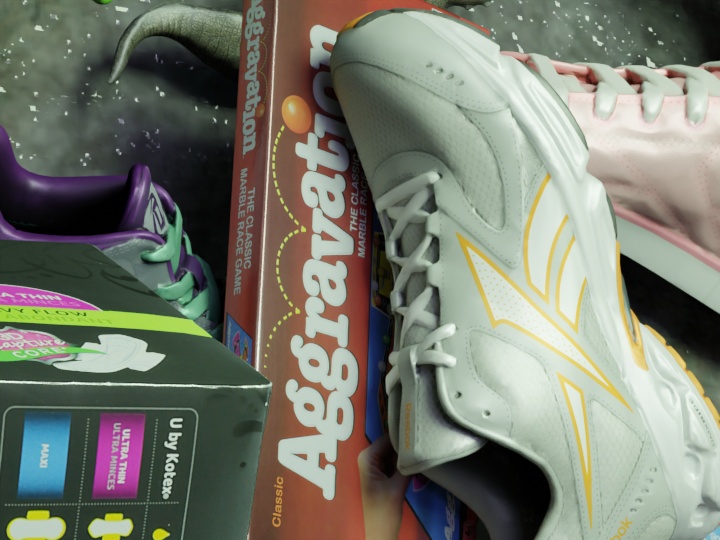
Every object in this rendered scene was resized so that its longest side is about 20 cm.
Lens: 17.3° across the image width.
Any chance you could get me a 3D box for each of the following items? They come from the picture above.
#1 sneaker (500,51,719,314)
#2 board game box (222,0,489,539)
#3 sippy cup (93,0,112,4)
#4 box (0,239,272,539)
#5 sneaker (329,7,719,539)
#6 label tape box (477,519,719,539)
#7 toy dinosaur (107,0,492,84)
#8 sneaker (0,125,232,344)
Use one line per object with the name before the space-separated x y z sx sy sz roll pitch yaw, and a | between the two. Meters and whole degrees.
sneaker | 0.114 -0.057 0.880 0.200 0.105 0.075 29 20 -19
board game box | 0.000 0.000 0.771 0.103 0.019 0.200 18 67 -41
sippy cup | -0.169 -0.122 0.754 0.140 0.178 0.131 34 60 -46
box | -0.146 0.063 0.623 0.200 0.148 0.125 2 104 -27
sneaker | 0.037 0.015 0.739 0.092 0.076 0.200 -31 92 -29
label tape box | 0.082 0.166 0.779 0.144 0.063 0.200 36 52 -8
toy dinosaur | 0.000 -0.103 0.861 0.077 0.102 0.200 35 63 23
sneaker | -0.060 0.019 0.751 0.200 0.088 0.074 24 33 -17
